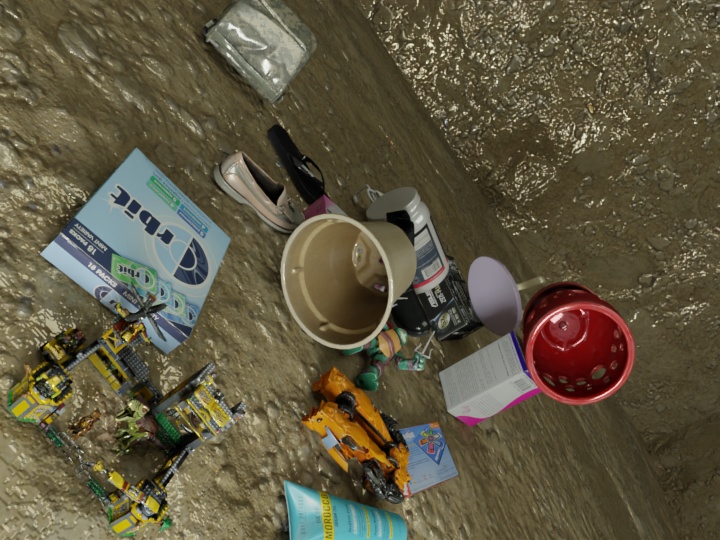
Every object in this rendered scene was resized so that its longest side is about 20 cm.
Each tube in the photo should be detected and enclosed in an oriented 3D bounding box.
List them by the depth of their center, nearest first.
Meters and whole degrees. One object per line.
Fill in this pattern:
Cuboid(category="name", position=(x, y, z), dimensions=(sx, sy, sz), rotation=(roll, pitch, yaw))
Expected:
Cuboid(category="tube", position=(-0.020, 0.322, 0.715), dimensions=(0.198, 0.050, 0.079), rotation=(30, 28, -38))

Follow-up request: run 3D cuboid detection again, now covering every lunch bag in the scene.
Cuboid(category="lunch bag", position=(-0.208, -0.464, 1.160), dimensions=(0.200, 0.138, 0.170), rotation=(43, 44, -24))

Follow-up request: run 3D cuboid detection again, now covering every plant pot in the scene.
Cuboid(category="plant pot", position=(0.000, 0.000, 0.917), dimensions=(0.204, 0.198, 0.182), rotation=(59, 30, 4))
Cuboid(category="plant pot", position=(0.416, 0.134, 1.115), dimensions=(0.203, 0.198, 0.183), rotation=(55, 16, -5))

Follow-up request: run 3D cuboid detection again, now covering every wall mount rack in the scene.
Cuboid(category="wall mount rack", position=(0.060, -0.111, 1.354), dimensions=(0.198, 0.074, 0.177), rotation=(16, 44, -56))

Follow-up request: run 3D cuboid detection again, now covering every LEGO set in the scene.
Cuboid(category="LEGO set", position=(-0.196, 0.120, 0.511), dimensions=(0.203, 0.115, 0.154), rotation=(57, 24, -2))

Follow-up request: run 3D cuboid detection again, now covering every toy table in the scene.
Cuboid(category="toy table", position=(0.363, 0.064, 1.418), dimensions=(0.115, 0.182, 0.206), rotation=(5, 67, -42))

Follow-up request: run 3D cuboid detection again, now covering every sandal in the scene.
Cuboid(category="sandal", position=(-0.119, -0.212, 1.150), dimensions=(0.203, 0.042, 0.076), rotation=(56, 24, -7))

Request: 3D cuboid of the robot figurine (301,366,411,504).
Cuboid(category="robot figurine", position=(0.003, 0.246, 0.827), dimensions=(0.201, 0.058, 0.146), rotation=(51, 25, -16))

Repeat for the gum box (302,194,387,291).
Cuboid(category="gum box", position=(-0.026, -0.036, 1.094), dimensions=(0.199, 0.065, 0.116), rotation=(38, 30, -39))

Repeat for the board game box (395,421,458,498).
Cuboid(category="board game box", position=(0.108, 0.325, 0.986), dimensions=(0.198, 0.019, 0.105), rotation=(16, 49, -57))

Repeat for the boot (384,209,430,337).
Cuboid(category="boot", position=(0.093, 0.005, 1.115), dimensions=(0.064, 0.205, 0.165), rotation=(-11, 34, -22))

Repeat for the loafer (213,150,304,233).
Cuboid(category="loafer", position=(-0.155, -0.129, 0.954), dimensions=(0.198, 0.062, 0.073), rotation=(33, 33, -44))

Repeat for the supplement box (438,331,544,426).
Cuboid(category="supplement box", position=(0.280, 0.236, 1.209), dimensions=(0.101, 0.198, 0.105), rotation=(37, 29, -37))

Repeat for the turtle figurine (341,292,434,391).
Cuboid(category="turtle figurine", position=(0.050, 0.130, 1.009), dimensions=(0.150, 0.101, 0.198), rotation=(49, 37, 13))

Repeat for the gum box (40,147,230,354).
Cuboid(category="gum box", position=(-0.251, -0.030, 0.674), dimensions=(0.170, 0.044, 0.202), rotation=(47, 26, -26))

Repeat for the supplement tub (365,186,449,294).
Cuboid(category="supplement tub", position=(0.104, -0.064, 1.244), dimensions=(0.142, 0.137, 0.203), rotation=(-79, 147, -57))

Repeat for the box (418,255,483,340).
Cuboid(category="box", position=(0.217, 0.065, 1.426), dimensions=(0.162, 0.085, 0.204), rotation=(9, 54, -60))
